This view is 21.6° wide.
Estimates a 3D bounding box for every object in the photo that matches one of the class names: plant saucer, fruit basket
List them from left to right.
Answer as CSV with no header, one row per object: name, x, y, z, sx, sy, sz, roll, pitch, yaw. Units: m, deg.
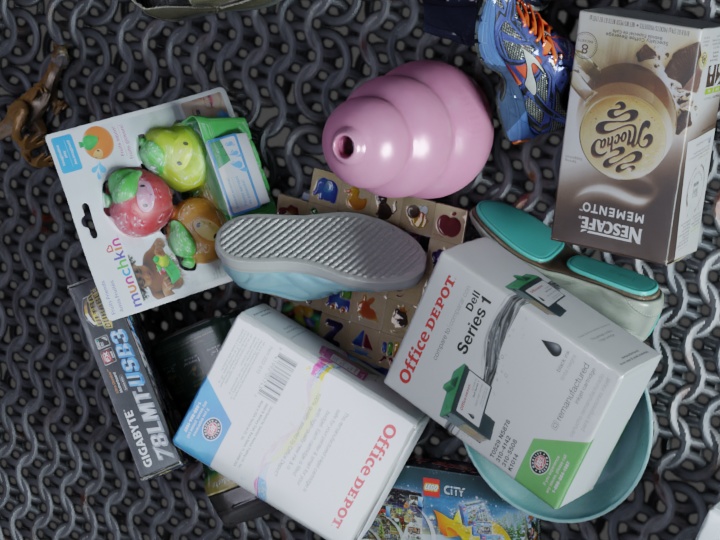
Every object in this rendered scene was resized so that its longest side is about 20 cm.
fruit basket,-0.181,-0.068,1.799,0.094,0.199,0.187,-21,88,53
plant saucer,0.177,0.124,1.687,0.199,0.036,0.202,8,103,33

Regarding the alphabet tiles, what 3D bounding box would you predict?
alphabet tiles,0.000,0.000,1.777,0.199,0.008,0.168,17,107,26

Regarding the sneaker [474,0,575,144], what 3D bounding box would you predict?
sneaker,0.146,-0.193,1.624,0.078,0.200,0.076,-7,53,15

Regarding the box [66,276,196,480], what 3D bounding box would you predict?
box,-0.223,0.106,1.866,0.049,0.199,0.201,-23,87,-1

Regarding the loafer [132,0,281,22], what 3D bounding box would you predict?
loafer,-0.139,-0.279,1.812,0.199,0.070,0.076,-15,91,32

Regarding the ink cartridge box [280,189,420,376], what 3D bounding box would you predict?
ink cartridge box,-0.017,0.034,1.818,0.119,0.042,0.202,20,110,27

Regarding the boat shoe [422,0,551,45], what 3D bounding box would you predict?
boat shoe,0.141,-0.244,1.664,0.199,0.075,0.093,13,124,26

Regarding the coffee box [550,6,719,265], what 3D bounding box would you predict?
coffee box,0.238,-0.117,1.614,0.112,0.080,0.202,13,105,27

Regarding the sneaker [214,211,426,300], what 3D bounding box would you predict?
sneaker,-0.033,-0.007,1.762,0.198,0.082,0.074,9,61,13

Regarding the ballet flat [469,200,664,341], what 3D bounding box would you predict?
ballet flat,0.176,0.006,1.685,0.199,0.067,0.064,28,124,24

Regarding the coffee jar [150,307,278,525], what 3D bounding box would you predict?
coffee jar,-0.125,0.146,1.872,0.104,0.085,0.201,-22,87,16

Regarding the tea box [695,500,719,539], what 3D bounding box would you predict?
tea box,0.368,0.309,1.587,0.199,0.133,0.198,26,112,24

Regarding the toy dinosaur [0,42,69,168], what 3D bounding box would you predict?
toy dinosaur,-0.356,-0.158,1.982,0.200,0.060,0.107,-36,56,25

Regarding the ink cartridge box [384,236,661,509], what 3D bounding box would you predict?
ink cartridge box,0.136,0.085,1.633,0.199,0.084,0.147,34,116,24

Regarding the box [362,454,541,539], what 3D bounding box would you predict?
box,0.076,0.251,1.803,0.199,0.038,0.138,5,102,30

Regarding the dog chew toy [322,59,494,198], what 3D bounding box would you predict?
dog chew toy,0.036,-0.120,1.663,0.124,0.200,0.126,6,102,29

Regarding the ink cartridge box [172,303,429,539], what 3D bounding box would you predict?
ink cartridge box,-0.051,0.145,1.767,0.199,0.085,0.145,31,102,10
